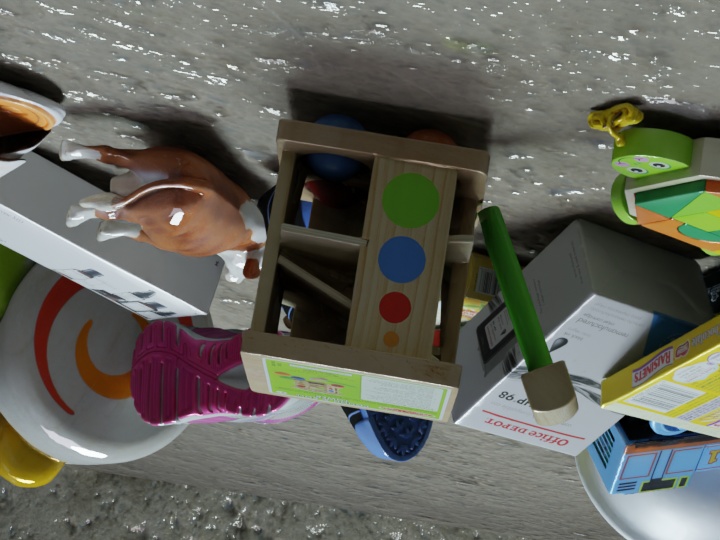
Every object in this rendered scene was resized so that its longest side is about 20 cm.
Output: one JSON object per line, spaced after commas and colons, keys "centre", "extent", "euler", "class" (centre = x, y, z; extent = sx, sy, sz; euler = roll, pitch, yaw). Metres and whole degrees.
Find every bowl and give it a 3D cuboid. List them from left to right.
{"centre": [0.279, 0.132, 1.524], "extent": [0.200, 0.202, 0.091], "euler": [11, 140, -5], "class": "bowl"}

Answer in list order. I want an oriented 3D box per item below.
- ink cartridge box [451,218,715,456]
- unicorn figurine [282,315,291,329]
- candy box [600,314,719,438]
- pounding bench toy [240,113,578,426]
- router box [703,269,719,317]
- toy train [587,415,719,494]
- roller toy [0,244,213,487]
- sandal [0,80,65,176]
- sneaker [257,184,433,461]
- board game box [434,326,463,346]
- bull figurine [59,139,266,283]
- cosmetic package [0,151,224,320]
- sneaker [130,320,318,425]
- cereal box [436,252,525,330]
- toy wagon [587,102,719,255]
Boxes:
{"centre": [0.137, 0.061, 1.318], "extent": [0.115, 0.067, 0.200], "euler": [17, 135, -30], "class": "ink cartridge box"}
{"centre": [0.000, 0.000, 1.365], "extent": [0.136, 0.074, 0.200], "euler": [-3, 166, 15], "class": "unicorn figurine"}
{"centre": [0.248, 0.061, 1.215], "extent": [0.102, 0.027, 0.200], "euler": [13, 155, -22], "class": "candy box"}
{"centre": [0.041, 0.001, 1.128], "extent": [0.198, 0.157, 0.124], "euler": [9, 166, 2], "class": "pounding bench toy"}
{"centre": [0.339, 0.041, 1.289], "extent": [0.198, 0.063, 0.150], "euler": [12, 168, -10], "class": "router box"}
{"centre": [0.262, 0.099, 1.412], "extent": [0.198, 0.087, 0.115], "euler": [-6, 136, -19], "class": "toy train"}
{"centre": [-0.222, 0.069, 1.554], "extent": [0.181, 0.202, 0.140], "euler": [-6, 177, -29], "class": "roller toy"}
{"centre": [-0.262, -0.081, 1.226], "extent": [0.079, 0.060, 0.206], "euler": [19, 164, -37], "class": "sandal"}
{"centre": [-0.012, 0.030, 1.261], "extent": [0.070, 0.201, 0.078], "euler": [-19, -174, -38], "class": "sneaker"}
{"centre": [0.117, 0.081, 1.506], "extent": [0.152, 0.041, 0.200], "euler": [15, 167, -29], "class": "board game box"}
{"centre": [-0.124, -0.041, 1.278], "extent": [0.120, 0.066, 0.200], "euler": [4, 166, 11], "class": "bull figurine"}
{"centre": [-0.202, -0.025, 1.380], "extent": [0.199, 0.051, 0.082], "euler": [30, 156, -33], "class": "cosmetic package"}
{"centre": [-0.095, 0.083, 1.439], "extent": [0.199, 0.082, 0.088], "euler": [2, 174, 43], "class": "sneaker"}
{"centre": [0.100, 0.033, 1.488], "extent": [0.143, 0.040, 0.200], "euler": [15, 167, -22], "class": "cereal box"}
{"centre": [0.209, -0.044, 1.070], "extent": [0.199, 0.040, 0.155], "euler": [17, 165, -30], "class": "toy wagon"}
